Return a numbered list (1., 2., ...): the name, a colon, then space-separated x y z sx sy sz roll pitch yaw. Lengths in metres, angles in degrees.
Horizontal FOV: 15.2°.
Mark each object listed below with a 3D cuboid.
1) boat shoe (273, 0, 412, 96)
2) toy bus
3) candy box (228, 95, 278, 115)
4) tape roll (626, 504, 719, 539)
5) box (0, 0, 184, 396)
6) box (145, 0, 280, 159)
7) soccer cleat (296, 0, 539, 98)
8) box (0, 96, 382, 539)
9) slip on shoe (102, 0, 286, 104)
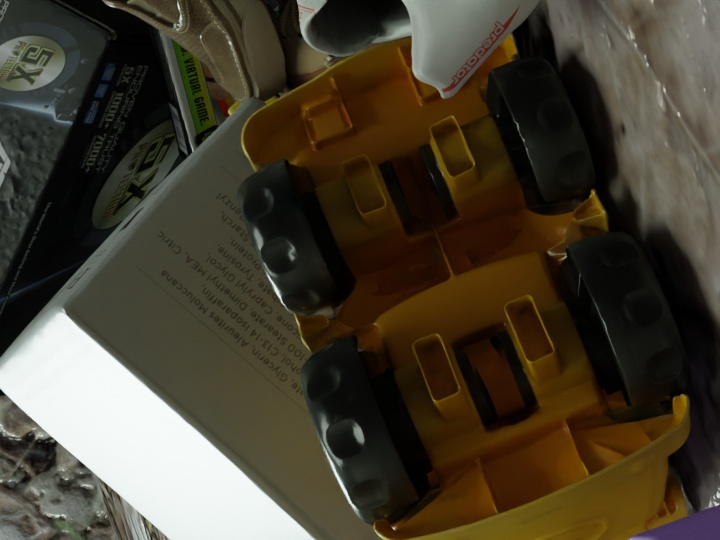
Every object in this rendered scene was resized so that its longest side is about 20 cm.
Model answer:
1. boat shoe: -0.004 -0.099 1.142 0.072 0.076 0.200 27 165 -3
2. toy bus: 0.051 0.030 1.064 0.192 0.135 0.200 60 -173 -63
3. candy box: 0.000 0.000 1.280 0.102 0.026 0.200 40 164 32
4. tape roll: 0.154 0.174 0.909 0.200 0.065 0.201 163 90 -78
5. box: -0.160 -0.044 1.345 0.086 0.200 0.164 29 -169 17
6. box: -0.054 -0.157 1.257 0.035 0.110 0.200 -137 31 -66
7. soccer cleat: -0.011 -0.129 1.027 0.200 0.085 0.069 31 179 41
8. box: -0.040 0.052 1.215 0.200 0.131 0.199 42 161 -6
9. slip on shoe: -0.081 -0.128 1.096 0.076 0.060 0.200 62 177 27
